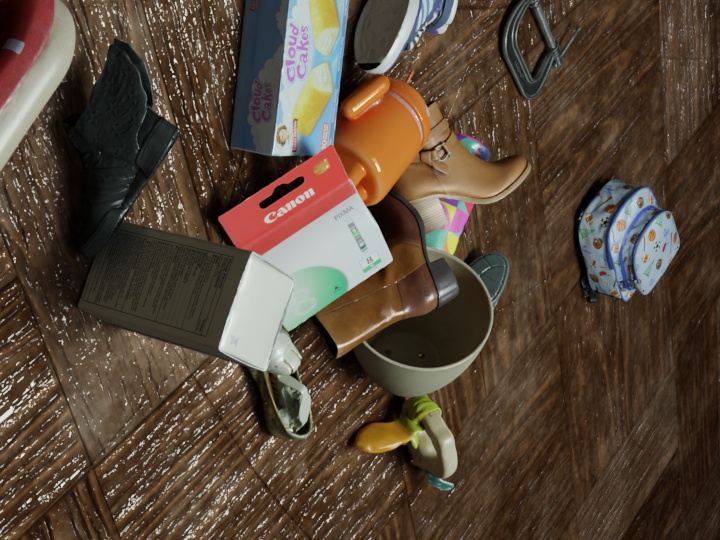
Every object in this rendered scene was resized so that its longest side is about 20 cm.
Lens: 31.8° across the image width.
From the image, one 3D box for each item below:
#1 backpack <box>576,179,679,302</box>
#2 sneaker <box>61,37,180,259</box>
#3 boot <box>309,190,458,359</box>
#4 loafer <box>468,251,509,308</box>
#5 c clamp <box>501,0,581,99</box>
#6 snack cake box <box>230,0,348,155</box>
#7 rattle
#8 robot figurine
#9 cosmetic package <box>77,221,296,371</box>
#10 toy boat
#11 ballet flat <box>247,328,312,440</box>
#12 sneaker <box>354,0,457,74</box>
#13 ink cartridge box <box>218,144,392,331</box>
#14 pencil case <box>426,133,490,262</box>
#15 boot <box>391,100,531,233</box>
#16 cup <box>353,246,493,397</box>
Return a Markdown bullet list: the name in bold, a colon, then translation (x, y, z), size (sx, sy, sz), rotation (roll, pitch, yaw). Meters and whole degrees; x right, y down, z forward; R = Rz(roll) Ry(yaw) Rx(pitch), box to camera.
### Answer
- **backpack**: translation (0.476, -0.060, 2.279), size (0.201, 0.153, 0.191), rotation (-54, 131, -25)
- **sneaker**: translation (-0.251, -0.115, 1.236), size (0.201, 0.104, 0.060), rotation (-52, -171, 19)
- **boot**: translation (0.000, 0.000, 1.632), size (0.198, 0.190, 0.069), rotation (-23, 164, -22)
- **loafer**: translation (0.163, 0.064, 1.933), size (0.201, 0.071, 0.063), rotation (-58, 163, -15)
- **c clamp**: translation (0.275, -0.364, 1.976), size (0.173, 0.027, 0.200), rotation (-63, 146, -11)
- **snack cake box**: translation (-0.079, -0.235, 1.447), size (0.114, 0.066, 0.204), rotation (-8, 108, -56)
- **rattle**: translation (0.067, 0.283, 1.855), size (0.143, 0.130, 0.201), rotation (-41, 160, -27)
- **robot figurine**: translation (0.013, -0.162, 1.567), size (0.145, 0.116, 0.201), rotation (53, 55, -22)
- **cosmetic package**: translation (-0.176, 0.023, 1.273), size (0.087, 0.198, 0.105), rotation (33, 75, -54)
- **toy boat**: translation (-0.334, -0.168, 1.067), size (0.130, 0.130, 0.202), rotation (37, 67, -23)
- **ballet flat**: translation (-0.097, 0.128, 1.552), size (0.071, 0.070, 0.202), rotation (-43, 134, -39)
- **sneaker**: translation (0.073, -0.320, 1.631), size (0.146, 0.080, 0.203), rotation (32, 69, -51)
- **ink cartridge box**: translation (-0.059, -0.034, 1.484), size (0.160, 0.050, 0.201), rotation (-33, 146, -4)
- **pencil case**: translation (0.119, -0.091, 1.783), size (0.088, 0.087, 0.203), rotation (30, 77, -56)
- **boot**: translation (0.124, -0.157, 1.705), size (0.198, 0.077, 0.157), rotation (-25, 103, -8)
- **cup**: translation (0.069, 0.089, 1.701), size (0.201, 0.199, 0.144), rotation (-49, 161, -34)
